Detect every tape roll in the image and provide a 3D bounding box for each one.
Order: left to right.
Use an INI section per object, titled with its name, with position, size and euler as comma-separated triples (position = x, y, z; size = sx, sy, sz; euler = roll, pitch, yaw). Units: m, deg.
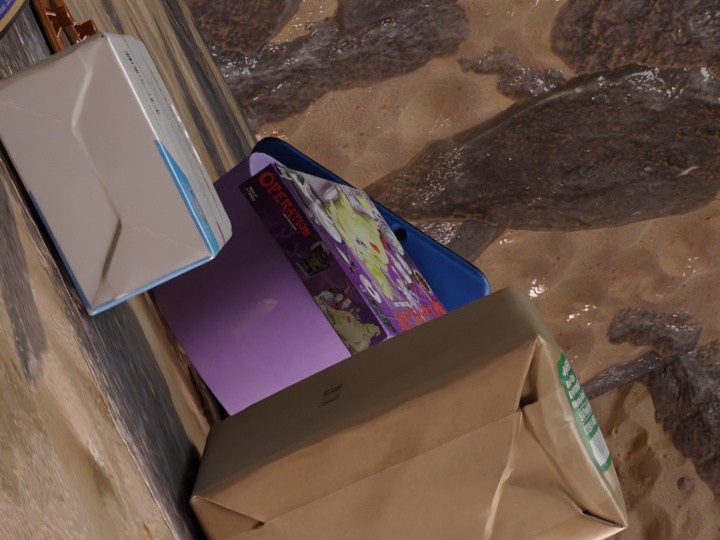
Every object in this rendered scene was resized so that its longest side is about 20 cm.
[tape roll]
position = -0.036, 0.034, 1.629
size = 0.200, 0.085, 0.200
euler = 51, 10, -12

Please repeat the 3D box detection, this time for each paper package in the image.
[paper package]
position = 0.021, 0.098, 1.341
size = 0.104, 0.190, 0.200
euler = 64, 3, -6

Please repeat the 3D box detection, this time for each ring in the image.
[ring]
position = -0.166, -0.118, 1.757
size = 0.200, 0.019, 0.201
euler = -90, 154, -88

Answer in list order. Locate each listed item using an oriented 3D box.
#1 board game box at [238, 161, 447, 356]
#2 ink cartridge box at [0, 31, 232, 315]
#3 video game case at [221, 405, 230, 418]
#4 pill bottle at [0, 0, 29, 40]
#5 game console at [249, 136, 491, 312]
[board game box]
position = 0.000, 0.000, 1.595
size = 0.120, 0.032, 0.200
euler = 60, 11, 10
[ink cartridge box]
position = -0.118, -0.050, 1.333
size = 0.200, 0.068, 0.115
euler = -84, 149, -86
[video game case]
position = -0.033, 0.162, 1.677
size = 0.200, 0.018, 0.143
euler = 63, 1, -37
[pill bottle]
position = -0.141, -0.106, 0.675
size = 0.112, 0.112, 0.200
euler = 64, 1, 3
[game console]
position = 0.005, 0.029, 1.796
size = 0.200, 0.118, 0.171
euler = 35, -3, 26
